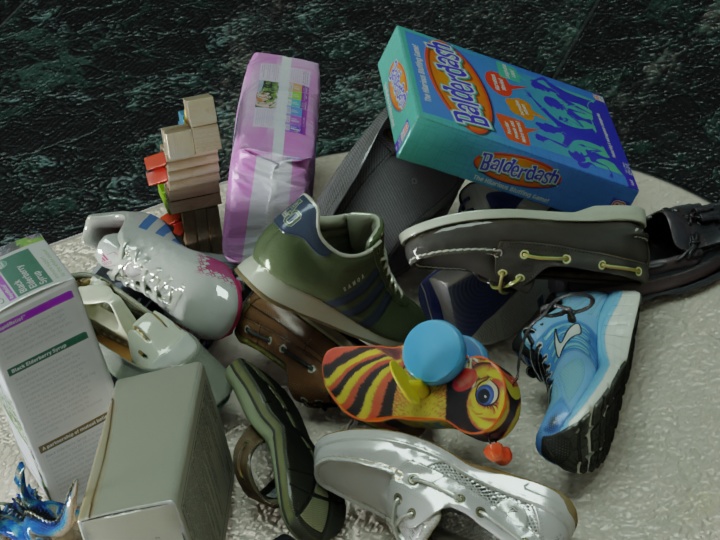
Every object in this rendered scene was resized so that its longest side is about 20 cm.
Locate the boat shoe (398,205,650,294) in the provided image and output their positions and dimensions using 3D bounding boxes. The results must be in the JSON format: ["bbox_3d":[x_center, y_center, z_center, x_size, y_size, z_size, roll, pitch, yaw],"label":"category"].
[{"bbox_3d":[0.130,-0.013,1.452,0.201,0.072,0.061,-3,78,-13],"label":"boat shoe"}]

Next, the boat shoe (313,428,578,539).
[{"bbox_3d":[0.051,0.170,1.333,0.200,0.071,0.069,14,51,18],"label":"boat shoe"}]

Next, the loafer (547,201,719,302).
[{"bbox_3d":[0.243,-0.017,1.536,0.200,0.063,0.072,-24,38,-15],"label":"loafer"}]

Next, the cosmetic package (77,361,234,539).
[{"bbox_3d":[-0.142,0.161,1.349,0.073,0.104,0.200,-12,23,5],"label":"cosmetic package"}]

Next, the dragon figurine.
[{"bbox_3d":[-0.239,0.179,1.357,0.099,0.200,0.059,31,72,8],"label":"dragon figurine"}]

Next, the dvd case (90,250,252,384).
[{"bbox_3d":[-0.194,0.049,1.608,0.150,0.025,0.200,9,41,26],"label":"dvd case"}]

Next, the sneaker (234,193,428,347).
[{"bbox_3d":[0.000,0.000,1.467,0.090,0.200,0.067,-57,44,12],"label":"sneaker"}]

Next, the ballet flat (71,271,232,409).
[{"bbox_3d":[-0.184,0.055,1.523,0.067,0.064,0.200,-37,43,-29],"label":"ballet flat"}]

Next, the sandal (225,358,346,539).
[{"bbox_3d":[-0.066,0.144,1.420,0.057,0.080,0.201,-40,36,7],"label":"sandal"}]

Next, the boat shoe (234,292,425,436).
[{"bbox_3d":[-0.022,0.081,1.491,0.068,0.072,0.200,-52,54,4],"label":"boat shoe"}]

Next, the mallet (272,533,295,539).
[{"bbox_3d":[-0.027,0.259,1.281,0.066,0.041,0.200,-29,44,-18],"label":"mallet"}]

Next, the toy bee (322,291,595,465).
[{"bbox_3d":[0.067,0.089,1.346,0.200,0.131,0.109,-23,64,40],"label":"toy bee"}]

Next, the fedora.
[{"bbox_3d":[0.030,-0.062,1.605,0.090,0.177,0.200,33,36,7],"label":"fedora"}]

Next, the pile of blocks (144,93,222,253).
[{"bbox_3d":[-0.160,-0.089,1.641,0.062,0.200,0.082,-12,55,-12],"label":"pile of blocks"}]

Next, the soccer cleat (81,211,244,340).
[{"bbox_3d":[-0.171,0.004,1.564,0.086,0.070,0.200,10,15,-35],"label":"soccer cleat"}]

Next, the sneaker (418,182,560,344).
[{"bbox_3d":[0.110,-0.014,1.568,0.199,0.081,0.115,-31,36,-33],"label":"sneaker"}]

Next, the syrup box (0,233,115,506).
[{"bbox_3d":[-0.238,0.080,1.433,0.081,0.200,0.079,-26,38,-17],"label":"syrup box"}]

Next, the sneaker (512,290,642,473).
[{"bbox_3d":[0.155,0.081,1.418,0.090,0.079,0.200,10,32,12],"label":"sneaker"}]

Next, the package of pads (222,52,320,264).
[{"bbox_3d":[-0.079,-0.098,1.667,0.075,0.121,0.200,9,31,-6],"label":"package of pads"}]

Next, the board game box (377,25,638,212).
[{"bbox_3d":[0.119,-0.119,1.540,0.200,0.045,0.152,16,32,-18],"label":"board game box"}]
